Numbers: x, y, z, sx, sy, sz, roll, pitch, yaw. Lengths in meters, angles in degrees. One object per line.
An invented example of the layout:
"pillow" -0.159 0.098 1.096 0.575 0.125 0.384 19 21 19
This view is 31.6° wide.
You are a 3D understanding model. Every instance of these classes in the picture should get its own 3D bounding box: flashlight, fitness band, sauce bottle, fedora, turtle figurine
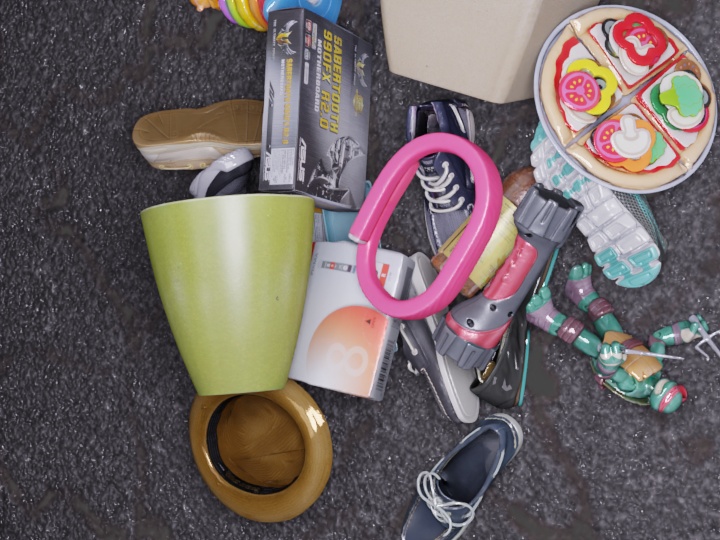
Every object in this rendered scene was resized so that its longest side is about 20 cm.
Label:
"flashlight" 0.145 0.006 1.292 0.068 0.068 0.200 34 114 15
"fitness band" 0.065 -0.046 1.317 0.144 0.037 0.200 38 105 36
"sauce bottle" 0.161 -0.061 1.355 0.200 0.066 0.066 -46 70 4
"fedora" -0.106 0.195 1.493 0.200 0.082 0.201 6 102 29
"turtle figurine" 0.270 0.080 1.285 0.200 0.150 0.101 40 124 27

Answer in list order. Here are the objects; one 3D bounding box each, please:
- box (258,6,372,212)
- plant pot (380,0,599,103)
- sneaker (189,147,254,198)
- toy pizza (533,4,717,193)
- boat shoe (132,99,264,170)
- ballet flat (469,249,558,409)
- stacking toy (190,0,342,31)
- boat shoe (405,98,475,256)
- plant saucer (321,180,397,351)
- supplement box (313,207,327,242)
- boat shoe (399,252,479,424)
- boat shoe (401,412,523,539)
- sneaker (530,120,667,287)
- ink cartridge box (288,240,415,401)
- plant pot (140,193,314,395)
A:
"box" -0.047 -0.173 1.416 0.048 0.158 0.201 0 84 29
"plant pot" 0.132 -0.279 1.328 0.199 0.200 0.177 21 112 25
"sneaker" -0.153 -0.055 1.510 0.114 0.075 0.200 50 138 9
"toy pizza" 0.269 -0.175 1.267 0.200 0.032 0.201 4 75 -14
"boat shoe" -0.171 -0.157 1.538 0.199 0.069 0.074 -1 57 7
"ballet flat" 0.160 0.050 1.364 0.068 0.068 0.200 13 96 1
"stacking toy" -0.129 -0.327 1.511 0.200 0.110 0.116 7 78 38
"boat shoe" 0.088 -0.092 1.394 0.075 0.093 0.201 -9 85 27
"plant saucer" 0.000 0.000 1.481 0.070 0.019 0.201 -11 85 26
"supplement box" -0.074 0.019 1.492 0.066 0.069 0.201 -7 84 24
"boat shoe" 0.074 0.080 1.412 0.060 0.074 0.200 -26 76 25
"boat shoe" 0.104 0.242 1.402 0.075 0.062 0.200 46 110 17
"sneaker" 0.248 -0.076 1.312 0.078 0.091 0.200 -33 84 33
"ink cartridge box" -0.053 0.044 1.409 0.200 0.050 0.163 12 83 19
"plant pot" -0.133 0.031 1.362 0.187 0.187 0.201 -7 86 27
